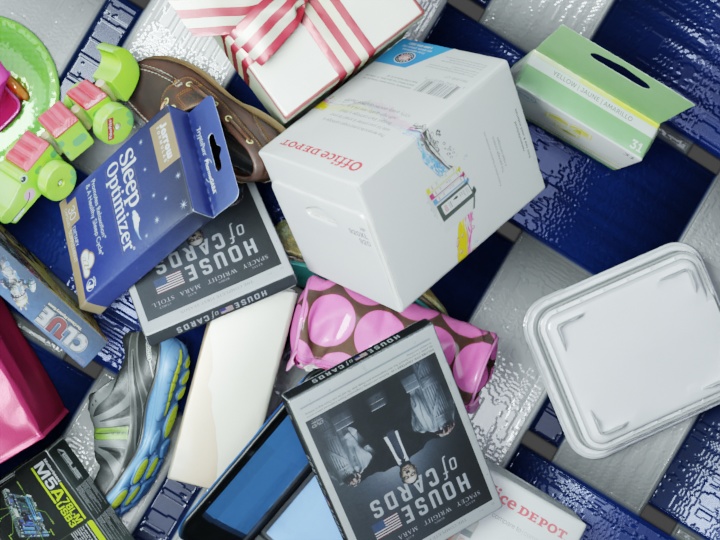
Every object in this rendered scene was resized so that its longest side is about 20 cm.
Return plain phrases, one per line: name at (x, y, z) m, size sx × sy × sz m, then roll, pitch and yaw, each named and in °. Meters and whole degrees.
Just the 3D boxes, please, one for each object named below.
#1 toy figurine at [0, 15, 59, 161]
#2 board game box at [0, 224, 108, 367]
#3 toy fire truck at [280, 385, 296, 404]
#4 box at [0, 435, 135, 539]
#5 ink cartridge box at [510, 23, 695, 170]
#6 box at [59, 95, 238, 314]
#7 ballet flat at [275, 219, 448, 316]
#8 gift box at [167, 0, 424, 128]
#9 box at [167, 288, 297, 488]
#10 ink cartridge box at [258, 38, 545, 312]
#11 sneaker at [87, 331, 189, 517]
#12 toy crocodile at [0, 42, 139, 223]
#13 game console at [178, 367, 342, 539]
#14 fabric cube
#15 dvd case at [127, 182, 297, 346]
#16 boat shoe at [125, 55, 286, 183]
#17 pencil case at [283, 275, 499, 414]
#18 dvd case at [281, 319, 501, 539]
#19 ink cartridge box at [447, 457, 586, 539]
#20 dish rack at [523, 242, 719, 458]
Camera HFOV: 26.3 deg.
toy figurine at (-0.379, -0.192, 1.413) m, size 0.150 × 0.184 × 0.200 m, roll -45°, pitch 93°, yaw -3°
board game box at (-0.324, -0.006, 1.410) m, size 0.035 × 0.135 × 0.200 m, roll -45°, pitch 116°, yaw -3°
toy fire truck at (-0.047, 0.217, 1.509) m, size 0.140 × 0.049 × 0.202 m, roll -26°, pitch 92°, yaw -3°
box at (-0.303, 0.291, 1.463) m, size 0.192 × 0.048 × 0.201 m, roll -35°, pitch 93°, yaw 15°
ink cartridge box at (0.215, -0.158, 1.450) m, size 0.145 × 0.200 × 0.048 m, roll 30°, pitch 86°, yaw -4°
box at (-0.197, -0.064, 1.405) m, size 0.199 × 0.032 × 0.122 m, roll -36°, pitch 55°, yaw 28°
ballet flat at (0.000, 0.000, 1.508) m, size 0.198 × 0.071 × 0.071 m, roll 19°, pitch 89°, yaw -6°
gift box at (-0.070, -0.253, 1.435) m, size 0.184 × 0.187 × 0.200 m, roll -42°, pitch 94°, yaw -3°
box at (-0.122, 0.107, 1.481) m, size 0.077 × 0.095 × 0.202 m, roll 14°, pitch 88°, yaw -3°
ink cartridge box at (0.039, -0.091, 1.412) m, size 0.200 × 0.147 × 0.146 m, roll -39°, pitch 127°, yaw -24°
sneaker at (-0.229, 0.153, 1.494) m, size 0.082 × 0.071 × 0.202 m, roll 20°, pitch 92°, yaw 18°
toy crocodile at (-0.279, -0.127, 1.442) m, size 0.067 × 0.062 × 0.200 m, roll 35°, pitch 77°, yaw 34°
game console at (-0.043, 0.215, 1.426) m, size 0.170 × 0.118 × 0.200 m, roll 41°, pitch 88°, yaw -1°
fabric cube at (-0.409, 0.104, 1.409) m, size 0.199 × 0.196 × 0.201 m, roll -30°, pitch 94°, yaw -4°
dvd case at (-0.161, -0.038, 1.456) m, size 0.149 × 0.025 × 0.201 m, roll -23°, pitch 55°, yaw -4°
boat shoe at (-0.154, -0.143, 1.452) m, size 0.199 × 0.070 × 0.071 m, roll 28°, pitch 122°, yaw 23°
pencil case at (0.030, 0.077, 1.464) m, size 0.198 × 0.091 × 0.094 m, roll 15°, pitch 53°, yaw -2°
dvd case at (0.032, 0.165, 1.396) m, size 0.149 × 0.025 × 0.202 m, roll -27°, pitch 111°, yaw -12°
ink cartridge box at (0.107, 0.292, 1.504) m, size 0.144 × 0.083 × 0.201 m, roll 30°, pitch 88°, yaw -4°
dish rack at (0.278, 0.080, 1.536) m, size 0.198 × 0.044 × 0.173 m, roll -23°, pitch 91°, yaw -5°
